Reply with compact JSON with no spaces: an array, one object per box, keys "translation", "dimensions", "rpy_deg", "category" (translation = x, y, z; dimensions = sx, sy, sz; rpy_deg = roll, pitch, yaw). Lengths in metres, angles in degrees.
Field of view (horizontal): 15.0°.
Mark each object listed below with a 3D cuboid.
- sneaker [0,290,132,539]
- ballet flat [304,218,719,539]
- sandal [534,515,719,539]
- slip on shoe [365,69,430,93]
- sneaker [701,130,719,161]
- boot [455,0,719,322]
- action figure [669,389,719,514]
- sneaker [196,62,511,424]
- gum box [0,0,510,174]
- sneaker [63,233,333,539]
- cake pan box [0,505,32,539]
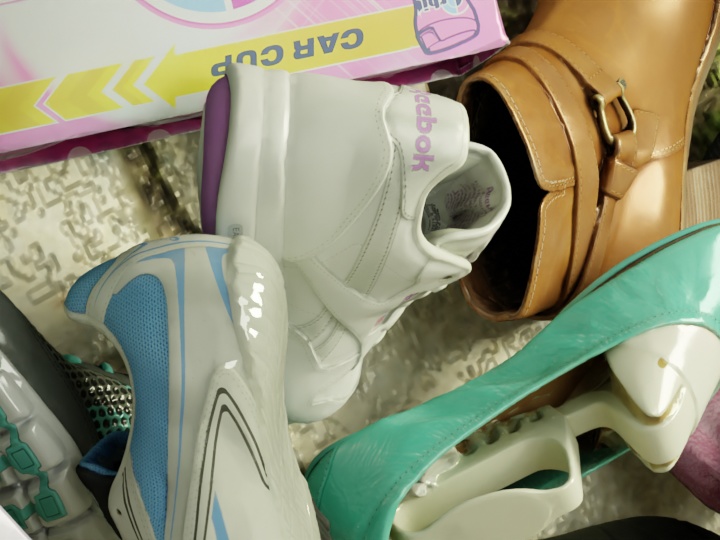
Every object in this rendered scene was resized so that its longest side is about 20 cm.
[{"translation":[-0.081,0.062,0.909],"dimensions":[0.200,0.077,0.091],"rpy_deg":[54,50,-27],"category":"sneaker"},{"translation":[0.075,0.056,0.976],"dimensions":[0.199,0.070,0.068],"rpy_deg":[-30,133,-8],"category":"ballet flat"},{"translation":[0.092,0.138,1.032],"dimensions":[0.200,0.080,0.058],"rpy_deg":[2,124,-30],"category":"sandal"},{"translation":[-0.022,-0.115,0.997],"dimensions":[0.201,0.076,0.061],"rpy_deg":[66,12,3],"category":"slip on shoe"},{"translation":[0.216,-0.101,1.105],"dimensions":[0.076,0.201,0.115],"rpy_deg":[41,42,8],"category":"sneaker"},{"translation":[0.074,-0.080,1.035],"dimensions":[0.155,0.076,0.202],"rpy_deg":[-14,101,-54],"category":"boot"},{"translation":[0.163,0.091,1.034],"dimensions":[0.149,0.133,0.201],"rpy_deg":[52,12,-40],"category":"action figure"},{"translation":[0.000,0.000,0.908],"dimensions":[0.099,0.200,0.075],"rpy_deg":[-1,66,2],"category":"sneaker"},{"translation":[-0.063,-0.105,0.913],"dimensions":[0.199,0.066,0.114],"rpy_deg":[-13,88,-13],"category":"gum box"},{"translation":[-0.046,0.085,0.852],"dimensions":[0.072,0.072,0.201],"rpy_deg":[-57,140,-70],"category":"sneaker"},{"translation":[-0.193,0.092,0.737],"dimensions":[0.185,0.052,0.200],"rpy_deg":[53,54,-20],"category":"cake pan box"}]
